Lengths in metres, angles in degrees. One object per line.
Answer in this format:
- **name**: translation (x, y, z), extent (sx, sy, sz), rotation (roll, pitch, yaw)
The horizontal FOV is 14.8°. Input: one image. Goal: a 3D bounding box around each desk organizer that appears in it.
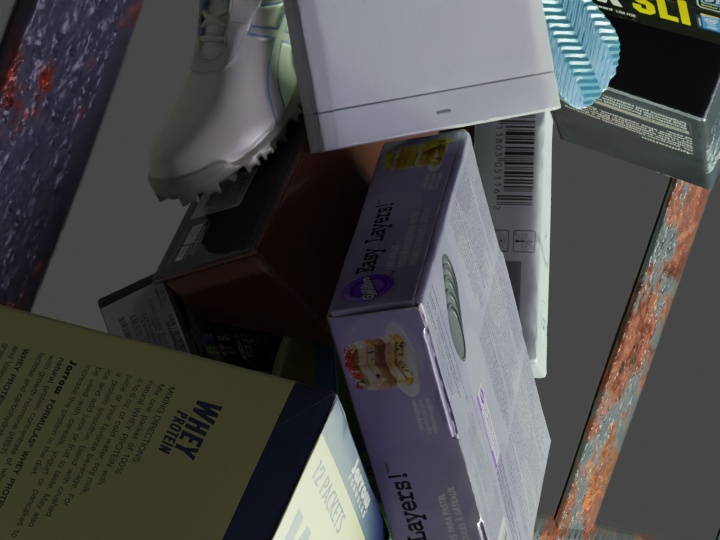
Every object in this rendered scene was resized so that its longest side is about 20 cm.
- **desk organizer**: translation (-0.022, -0.051, 1.411), extent (0.077, 0.072, 0.200), rotation (47, 47, -28)

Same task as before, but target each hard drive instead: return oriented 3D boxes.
- **hard drive**: translation (0.021, -0.167, 1.365), extent (0.132, 0.027, 0.200), rotation (-11, 93, -22)

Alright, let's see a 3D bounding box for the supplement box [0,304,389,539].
- **supplement box**: translation (-0.121, 0.145, 1.233), extent (0.134, 0.200, 0.200), rotation (71, 38, -55)

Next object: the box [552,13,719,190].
- **box**: translation (0.210, -0.180, 1.813), extent (0.200, 0.117, 0.197), rotation (54, 57, -77)

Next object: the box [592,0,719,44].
- **box**: translation (0.165, -0.206, 1.628), extent (0.049, 0.200, 0.160), rotation (-64, 157, -20)

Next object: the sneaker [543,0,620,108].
- **sneaker**: translation (0.075, -0.178, 1.614), extent (0.077, 0.081, 0.200), rotation (-46, 128, -22)

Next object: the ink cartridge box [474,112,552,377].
- **ink cartridge box**: translation (0.101, -0.010, 1.726), extent (0.200, 0.047, 0.160), rotation (40, 51, -77)

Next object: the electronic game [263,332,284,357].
- **electronic game**: translation (0.000, 0.000, 1.514), extent (0.200, 0.042, 0.200), rotation (30, 51, -45)

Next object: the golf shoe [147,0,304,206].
- **golf shoe**: translation (-0.061, -0.127, 1.380), extent (0.097, 0.078, 0.200), rotation (48, 62, -34)

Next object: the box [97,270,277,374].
- **box**: translation (-0.044, 0.101, 1.447), extent (0.200, 0.050, 0.199), rotation (6, 63, -67)

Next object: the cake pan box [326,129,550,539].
- **cake pan box**: translation (0.044, 0.058, 1.343), extent (0.184, 0.052, 0.200), rotation (-71, 148, -58)

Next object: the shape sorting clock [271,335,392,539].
- **shape sorting clock**: translation (0.011, 0.106, 1.420), extent (0.200, 0.039, 0.200), rotation (36, 45, -45)
